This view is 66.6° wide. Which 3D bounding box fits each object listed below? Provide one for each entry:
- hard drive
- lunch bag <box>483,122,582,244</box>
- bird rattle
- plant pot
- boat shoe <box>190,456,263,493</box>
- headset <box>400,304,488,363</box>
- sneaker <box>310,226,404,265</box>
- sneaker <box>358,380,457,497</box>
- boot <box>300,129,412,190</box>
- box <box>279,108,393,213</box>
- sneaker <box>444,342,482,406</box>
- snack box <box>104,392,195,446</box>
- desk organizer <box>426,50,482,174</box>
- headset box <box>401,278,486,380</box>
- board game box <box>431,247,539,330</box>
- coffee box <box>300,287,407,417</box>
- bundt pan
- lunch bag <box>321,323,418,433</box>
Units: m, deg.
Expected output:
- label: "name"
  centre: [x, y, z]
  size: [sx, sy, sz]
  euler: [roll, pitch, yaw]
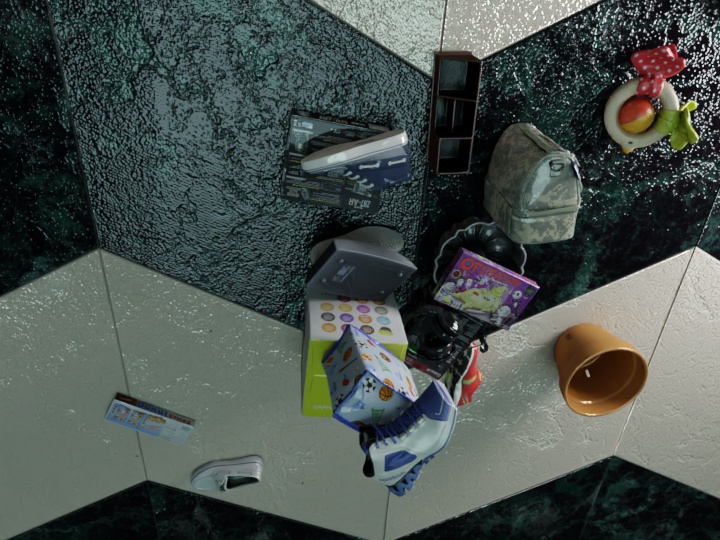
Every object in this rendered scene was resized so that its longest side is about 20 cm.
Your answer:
- label: "hard drive"
  centre: [0.000, 0.000, 1.080]
  size: [0.197, 0.043, 0.135]
  euler: [12, 138, -35]
- label: "lunch bag"
  centre: [0.317, -0.166, 1.012]
  size: [0.136, 0.201, 0.171]
  euler: [-7, 122, -3]
- label: "bird rattle"
  centre: [0.538, -0.307, 1.022]
  size: [0.161, 0.114, 0.200]
  euler: [-29, 118, 29]
- label: "plant pot"
  centre: [0.549, 0.222, 1.300]
  size: [0.195, 0.141, 0.204]
  euler: [-3, 120, -6]
- label: "boat shoe"
  centre: [-0.347, 0.532, 1.406]
  size: [0.196, 0.067, 0.075]
  euler: [-19, 121, 4]
- label: "headset"
  centre: [0.177, 0.133, 1.168]
  size: [0.195, 0.095, 0.126]
  euler: [17, 121, 2]
- label: "sneaker"
  centre: [-0.008, -0.034, 1.134]
  size: [0.195, 0.075, 0.083]
  euler: [-9, 151, -7]
- label: "sneaker"
  centre: [0.062, 0.266, 0.873]
  size: [0.113, 0.081, 0.202]
  euler: [24, 104, -23]
- label: "boot"
  centre: [-0.003, -0.181, 0.983]
  size: [0.195, 0.073, 0.092]
  euler: [-14, 115, 0]
- label: "box"
  centre: [-0.046, -0.202, 1.035]
  size: [0.195, 0.044, 0.163]
  euler: [7, 119, -11]
- label: "sneaker"
  centre: [0.257, 0.245, 1.325]
  size: [0.083, 0.078, 0.204]
  euler: [-6, 128, -17]
- label: "snack box"
  centre: [-0.502, 0.359, 1.311]
  size: [0.197, 0.024, 0.072]
  euler: [28, 114, -21]
- label: "desk organizer"
  centre: [0.168, -0.283, 0.996]
  size: [0.070, 0.078, 0.204]
  euler: [-3, 120, -6]
- label: "headset box"
  centre: [0.163, 0.143, 1.242]
  size: [0.147, 0.078, 0.201]
  euler: [28, 114, -20]
- label: "board game box"
  centre: [0.259, 0.042, 1.137]
  size: [0.196, 0.032, 0.122]
  euler: [22, 111, -19]
- label: "coffee box"
  centre: [-0.024, 0.171, 1.163]
  size: [0.194, 0.199, 0.204]
  euler: [4, 120, -9]
- label: "bundt pan"
  centre: [0.242, -0.027, 1.154]
  size: [0.196, 0.076, 0.206]
  euler: [-3, 121, -5]
- label: "lunch bag"
  centre: [0.036, 0.222, 0.985]
  size: [0.198, 0.171, 0.125]
  euler: [33, 105, -24]
